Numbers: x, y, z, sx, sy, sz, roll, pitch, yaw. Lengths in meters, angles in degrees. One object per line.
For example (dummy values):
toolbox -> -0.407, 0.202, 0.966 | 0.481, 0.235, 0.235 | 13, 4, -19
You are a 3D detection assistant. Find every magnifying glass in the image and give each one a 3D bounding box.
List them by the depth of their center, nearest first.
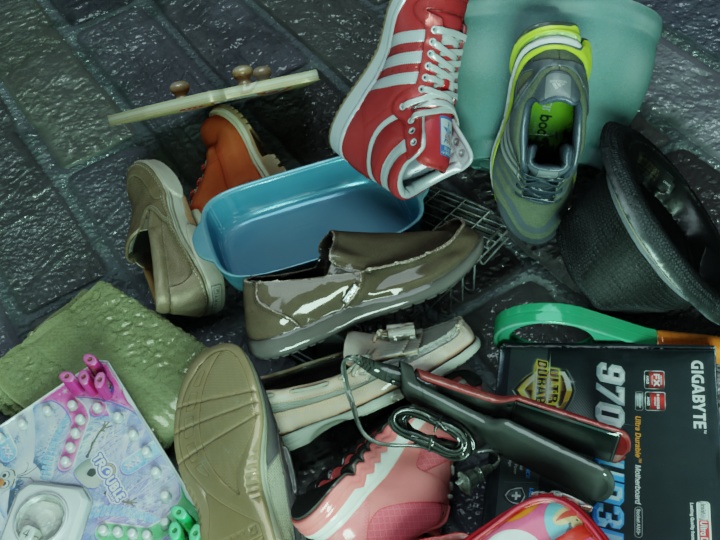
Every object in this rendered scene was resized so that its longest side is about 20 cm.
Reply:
magnifying glass -> 0.200, 0.054, 0.879 | 0.200, 0.080, 0.022 | 4, 63, 3

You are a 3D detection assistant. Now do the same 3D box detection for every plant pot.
plant pot -> 0.156, -0.153, 1.017 | 0.200, 0.200, 0.134 | 4, 88, 17

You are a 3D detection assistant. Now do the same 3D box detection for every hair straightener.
hair straightener -> 0.074, 0.106, 0.773 | 0.200, 0.041, 0.077 | 22, 49, 11

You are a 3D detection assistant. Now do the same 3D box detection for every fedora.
fedora -> 0.212, -0.019, 0.902 | 0.092, 0.201, 0.201 | -36, 37, 26

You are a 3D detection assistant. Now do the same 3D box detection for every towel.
towel -> -0.208, 0.090, 0.958 | 0.200, 0.037, 0.148 | 25, 55, 33

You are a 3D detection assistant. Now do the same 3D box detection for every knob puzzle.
knob puzzle -> -0.149, -0.175, 1.134 | 0.219, 0.030, 0.220 | -12, 9, 2

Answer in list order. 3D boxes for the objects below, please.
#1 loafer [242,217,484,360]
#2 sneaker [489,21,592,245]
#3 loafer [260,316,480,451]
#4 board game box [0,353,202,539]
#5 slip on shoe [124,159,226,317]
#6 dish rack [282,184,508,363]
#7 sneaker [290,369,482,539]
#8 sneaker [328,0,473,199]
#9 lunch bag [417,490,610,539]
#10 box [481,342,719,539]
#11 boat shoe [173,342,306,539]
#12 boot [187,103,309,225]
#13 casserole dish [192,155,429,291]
loafer -> 0.000, 0.000, 0.878 | 0.200, 0.071, 0.073 | -24, 10, -13
sneaker -> 0.137, -0.089, 0.902 | 0.074, 0.200, 0.081 | 2, 46, 6
loafer -> -0.012, 0.077, 0.860 | 0.200, 0.063, 0.072 | -28, 4, 11
board game box -> -0.232, 0.181, 0.844 | 0.200, 0.026, 0.200 | -34, 54, -9
slip on shoe -> -0.183, -0.030, 1.044 | 0.061, 0.076, 0.200 | -13, 48, -24
dish rack -> 0.022, 0.004, 0.979 | 0.153, 0.055, 0.200 | 26, 55, 32
sneaker -> 0.034, 0.148, 0.832 | 0.087, 0.074, 0.200 | 53, 48, -2
sneaker -> 0.058, -0.152, 0.928 | 0.071, 0.200, 0.112 | 5, 32, -45
lunch bag -> 0.079, 0.231, 0.688 | 0.200, 0.082, 0.176 | -33, 57, -5
box -> 0.169, 0.140, 0.810 | 0.159, 0.046, 0.200 | 0, 46, 14
boat shoe -> -0.080, 0.149, 0.820 | 0.072, 0.065, 0.200 | -25, 60, 13
boot -> -0.128, -0.083, 1.090 | 0.107, 0.075, 0.200 | -34, 40, -2
casserole dish -> -0.038, -0.037, 0.967 | 0.200, 0.039, 0.121 | -18, 43, -7
